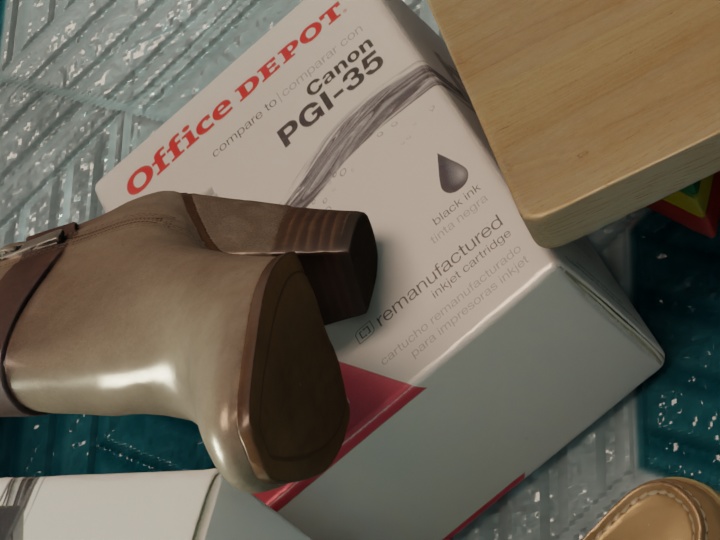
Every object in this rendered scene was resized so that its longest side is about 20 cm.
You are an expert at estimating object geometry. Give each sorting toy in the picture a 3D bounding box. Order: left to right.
[{"bbox_3d":[0.131,-0.104,1.004,0.200,0.070,0.199,-25,45,5],"label":"sorting toy"}]

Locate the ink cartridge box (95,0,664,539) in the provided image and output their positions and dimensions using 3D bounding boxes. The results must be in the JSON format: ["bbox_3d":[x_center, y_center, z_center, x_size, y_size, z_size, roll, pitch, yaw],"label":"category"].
[{"bbox_3d":[0.000,0.000,1.048,0.146,0.083,0.200,-41,45,10],"label":"ink cartridge box"}]

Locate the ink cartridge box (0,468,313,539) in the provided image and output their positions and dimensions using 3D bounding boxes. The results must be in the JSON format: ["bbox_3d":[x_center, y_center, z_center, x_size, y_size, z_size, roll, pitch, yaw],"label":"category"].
[{"bbox_3d":[-0.096,0.138,0.986,0.200,0.145,0.084,-5,58,36],"label":"ink cartridge box"}]

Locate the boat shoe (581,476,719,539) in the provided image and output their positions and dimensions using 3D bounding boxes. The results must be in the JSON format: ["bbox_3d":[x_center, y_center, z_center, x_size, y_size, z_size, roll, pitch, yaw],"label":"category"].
[{"bbox_3d":[0.059,0.150,0.912,0.071,0.065,0.200,20,76,45],"label":"boat shoe"}]

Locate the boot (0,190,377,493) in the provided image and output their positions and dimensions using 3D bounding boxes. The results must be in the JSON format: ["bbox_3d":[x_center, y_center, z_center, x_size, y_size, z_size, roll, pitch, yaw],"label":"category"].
[{"bbox_3d":[-0.078,0.028,0.938,0.146,0.070,0.200,-8,18,14],"label":"boot"}]
